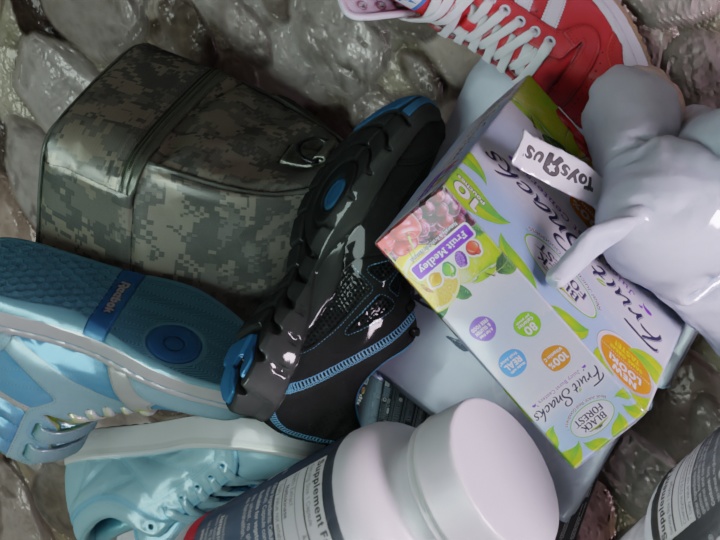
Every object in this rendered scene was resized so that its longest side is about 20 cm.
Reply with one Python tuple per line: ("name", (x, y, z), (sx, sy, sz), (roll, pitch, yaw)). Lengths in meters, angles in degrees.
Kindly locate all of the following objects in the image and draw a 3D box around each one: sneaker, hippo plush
("sneaker", (0.063, -0.135, 1.421), (0.200, 0.112, 0.071), (53, 139, 12))
("sneaker", (0.000, 0.000, 1.498), (0.200, 0.082, 0.073), (-61, 18, 3))
("sneaker", (-0.096, 0.129, 1.610), (0.200, 0.074, 0.082), (-10, 78, 44))
("hippo plush", (0.191, -0.062, 1.304), (0.161, 0.200, 0.160), (-34, 50, 28))
("sneaker", (-0.145, 0.067, 1.578), (0.199, 0.080, 0.131), (21, 128, 17))

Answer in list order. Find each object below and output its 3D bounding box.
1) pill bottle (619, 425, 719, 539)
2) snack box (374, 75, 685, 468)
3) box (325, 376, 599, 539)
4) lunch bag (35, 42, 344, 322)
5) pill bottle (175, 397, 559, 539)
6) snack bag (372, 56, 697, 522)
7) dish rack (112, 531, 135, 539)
("pill bottle", (0.216, 0.125, 1.387), (0.116, 0.116, 0.200), (53, 136, 12))
("snack box", (0.093, -0.005, 1.330), (0.053, 0.200, 0.142), (-41, 94, 24))
("box", (0.051, 0.121, 1.551), (0.157, 0.050, 0.201), (25, 98, 37))
("lunch bag", (-0.092, -0.013, 1.629), (0.167, 0.139, 0.200), (22, 129, 18))
("pill bottle", (0.003, 0.150, 1.474), (0.200, 0.120, 0.120), (-31, 87, 30))
("snack bag", (0.095, 0.012, 1.481), (0.188, 0.021, 0.200), (36, 109, 26))
("dish rack", (-0.076, 0.195, 1.725), (0.200, 0.044, 0.172), (29, 145, 10))
